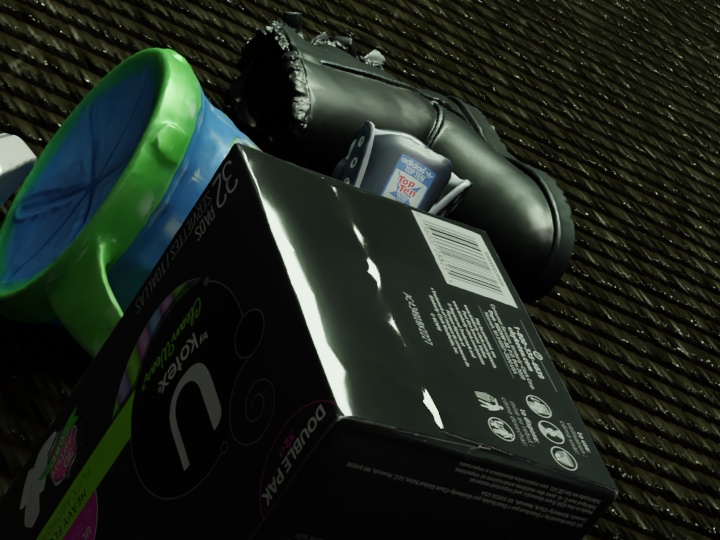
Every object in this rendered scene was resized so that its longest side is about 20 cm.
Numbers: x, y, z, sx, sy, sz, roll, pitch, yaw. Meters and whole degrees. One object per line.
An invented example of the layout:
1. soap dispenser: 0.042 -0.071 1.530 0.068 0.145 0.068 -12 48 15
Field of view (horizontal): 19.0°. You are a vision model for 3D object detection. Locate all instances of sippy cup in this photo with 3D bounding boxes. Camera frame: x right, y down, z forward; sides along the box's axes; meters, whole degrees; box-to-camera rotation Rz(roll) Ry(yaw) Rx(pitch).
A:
1. sippy cup: -0.079 -0.009 0.975 0.130 0.139 0.179 35 64 -24

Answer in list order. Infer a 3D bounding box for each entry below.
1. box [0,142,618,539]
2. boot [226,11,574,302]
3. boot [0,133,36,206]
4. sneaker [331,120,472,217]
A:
1. box: -0.030 0.087 0.783 0.124 0.201 0.149 18 31 -32
2. boot: 0.019 -0.067 1.230 0.161 0.074 0.199 20 24 -33
3. boot: -0.218 -0.040 0.904 0.090 0.073 0.200 46 28 3
4. sneaker: 0.000 0.000 1.060 0.070 0.109 0.200 30 27 -9
